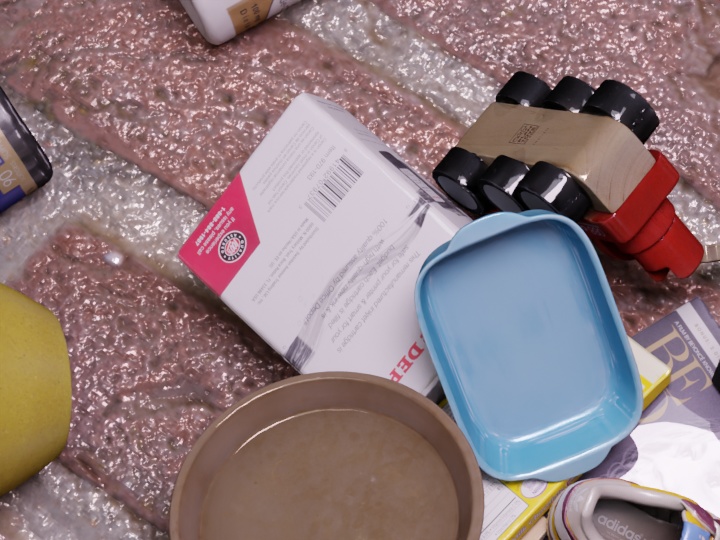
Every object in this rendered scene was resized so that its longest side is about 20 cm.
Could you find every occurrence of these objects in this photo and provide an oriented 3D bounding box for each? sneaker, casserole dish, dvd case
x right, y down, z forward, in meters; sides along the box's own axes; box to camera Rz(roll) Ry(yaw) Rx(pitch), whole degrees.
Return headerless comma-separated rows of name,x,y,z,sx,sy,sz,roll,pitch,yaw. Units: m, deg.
sneaker,0.217,0.189,1.412,0.199,0.090,0.075,19,78,-3
casserole dish,0.105,0.044,1.412,0.121,0.200,0.039,-22,26,1
dvd case,0.185,0.128,1.493,0.200,0.016,0.149,-31,70,-6

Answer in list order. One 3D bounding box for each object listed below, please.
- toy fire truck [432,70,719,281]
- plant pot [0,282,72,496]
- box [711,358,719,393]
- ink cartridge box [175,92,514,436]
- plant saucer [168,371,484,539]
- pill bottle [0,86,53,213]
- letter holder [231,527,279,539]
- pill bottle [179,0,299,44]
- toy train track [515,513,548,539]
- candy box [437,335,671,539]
toy fire truck,0.179,-0.042,1.500,0.200,0.176,0.129,46,76,-24
plant pot,-0.274,0.078,1.480,0.142,0.200,0.201,-3,68,-24
box,0.350,0.046,1.428,0.200,0.149,0.124,-29,70,-11
ink cartridge box,0.000,0.000,1.499,0.200,0.083,0.145,42,101,16
plant saucer,-0.021,0.154,1.393,0.199,0.030,0.201,-4,54,6
pill bottle,-0.327,-0.058,1.559,0.200,0.112,0.112,-34,71,-7
letter holder,-0.015,0.258,1.423,0.142,0.101,0.200,-30,70,-7
pill bottle,-0.048,-0.257,1.599,0.200,0.114,0.115,-29,70,-5
toy train track,0.052,0.183,1.478,0.200,0.033,0.115,39,74,23
candy box,0.105,0.108,1.477,0.102,0.026,0.200,38,71,27
